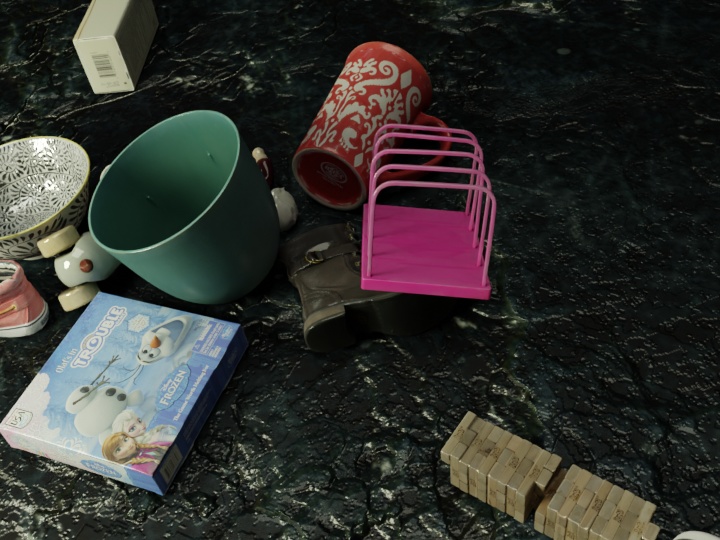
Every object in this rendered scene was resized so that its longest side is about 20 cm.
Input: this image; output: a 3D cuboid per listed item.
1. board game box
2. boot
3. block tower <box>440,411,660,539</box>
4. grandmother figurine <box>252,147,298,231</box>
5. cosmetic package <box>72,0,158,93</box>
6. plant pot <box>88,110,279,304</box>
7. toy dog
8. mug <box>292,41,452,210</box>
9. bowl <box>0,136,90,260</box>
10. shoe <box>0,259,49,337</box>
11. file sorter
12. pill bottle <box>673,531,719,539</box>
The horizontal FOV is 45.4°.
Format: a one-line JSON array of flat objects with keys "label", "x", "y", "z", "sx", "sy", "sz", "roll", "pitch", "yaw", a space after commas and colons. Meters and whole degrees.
[{"label": "board game box", "x": -0.255, "y": 0.125, "z": 0.945, "sx": 0.197, "sy": 0.044, "sz": 0.201, "roll": 10, "pitch": 49, "yaw": 20}, {"label": "boot", "x": 0.000, "y": 0.000, "z": 1.005, "sx": 0.197, "sy": 0.070, "sz": 0.175, "roll": -12, "pitch": 43, "yaw": -6}, {"label": "block tower", "x": 0.172, "y": 0.205, "z": 0.790, "sx": 0.198, "sy": 0.058, "sz": 0.054, "roll": 25, "pitch": 55, "yaw": 27}, {"label": "grandmother figurine", "x": -0.161, "y": -0.111, "z": 1.147, "sx": 0.199, "sy": 0.061, "sz": 0.122, "roll": 30, "pitch": 85, "yaw": 29}, {"label": "cosmetic package", "x": -0.398, "y": -0.393, "z": 1.419, "sx": 0.072, "sy": 0.104, "sz": 0.202, "roll": -4, "pitch": 45, "yaw": 6}, {"label": "plant pot", "x": -0.185, "y": -0.056, "z": 1.003, "sx": 0.198, "sy": 0.161, "sz": 0.202, "roll": -16, "pitch": 48, "yaw": 19}, {"label": "toy dog", "x": -0.296, "y": -0.035, "z": 1.057, "sx": 0.096, "sy": 0.132, "sz": 0.201, "roll": 1, "pitch": 48, "yaw": 52}, {"label": "mug", "x": 0.018, "y": -0.184, "z": 1.135, "sx": 0.176, "sy": 0.134, "sz": 0.201, "roll": 13, "pitch": 54, "yaw": 23}, {"label": "bowl", "x": -0.437, "y": -0.077, "z": 1.130, "sx": 0.198, "sy": 0.095, "sz": 0.202, "roll": -5, "pitch": 45, "yaw": 5}, {"label": "shoe", "x": -0.483, "y": 0.038, "z": 1.032, "sx": 0.197, "sy": 0.092, "sz": 0.072, "roll": -7, "pitch": 46, "yaw": 3}, {"label": "file sorter", "x": 0.074, "y": -0.075, "z": 0.967, "sx": 0.137, "sy": 0.127, "sz": 0.201, "roll": 4, "pitch": 27, "yaw": -1}, {"label": "pill bottle", "x": 0.226, "y": 0.303, "z": 0.648, "sx": 0.199, "sy": 0.112, "sz": 0.111, "roll": -36, "pitch": 51, "yaw": -22}]
